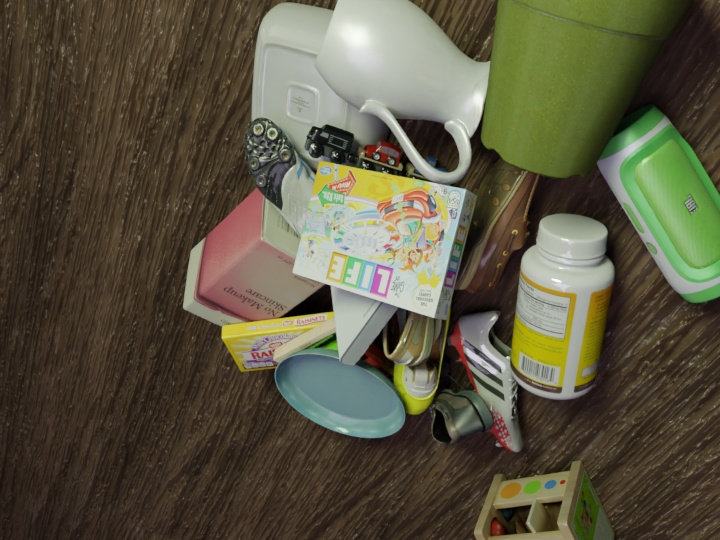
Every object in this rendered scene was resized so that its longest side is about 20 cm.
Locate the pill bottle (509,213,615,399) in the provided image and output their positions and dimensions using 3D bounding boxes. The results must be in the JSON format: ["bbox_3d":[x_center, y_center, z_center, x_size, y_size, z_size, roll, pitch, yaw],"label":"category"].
[{"bbox_3d":[0.240,0.042,0.815,0.107,0.109,0.205,12,118,22],"label":"pill bottle"}]

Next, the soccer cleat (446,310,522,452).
[{"bbox_3d":[0.188,0.149,0.919,0.084,0.069,0.204,-22,95,23],"label":"soccer cleat"}]

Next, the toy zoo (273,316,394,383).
[{"bbox_3d":[-0.015,0.149,1.006,0.130,0.021,0.199,-29,127,32],"label":"toy zoo"}]

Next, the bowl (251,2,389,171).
[{"bbox_3d":[-0.058,-0.220,0.872,0.196,0.075,0.204,21,122,16],"label":"bowl"}]

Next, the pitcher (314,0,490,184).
[{"bbox_3d":[0.046,-0.198,0.737,0.196,0.175,0.121,22,156,-10],"label":"pitcher"}]

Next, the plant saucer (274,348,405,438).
[{"bbox_3d":[-0.027,0.171,0.970,0.195,0.028,0.203,14,141,11],"label":"plant saucer"}]

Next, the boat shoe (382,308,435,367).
[{"bbox_3d":[0.061,0.015,0.864,0.070,0.075,0.206,-9,73,39],"label":"boat shoe"}]

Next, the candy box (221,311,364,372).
[{"bbox_3d":[-0.096,0.106,1.008,0.194,0.027,0.103,-8,140,6],"label":"candy box"}]

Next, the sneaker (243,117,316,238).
[{"bbox_3d":[-0.082,-0.105,0.877,0.071,0.073,0.202,-30,108,12],"label":"sneaker"}]

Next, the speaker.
[{"bbox_3d":[0.330,-0.069,0.728,0.088,0.088,0.202,-30,97,35],"label":"speaker"}]

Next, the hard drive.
[{"bbox_3d":[0.000,0.000,0.883,0.026,0.203,0.133,16,130,-24],"label":"hard drive"}]

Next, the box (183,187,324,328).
[{"bbox_3d":[-0.143,-0.010,0.966,0.126,0.111,0.199,27,133,-32],"label":"box"}]

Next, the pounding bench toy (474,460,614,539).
[{"bbox_3d":[0.268,0.400,0.963,0.154,0.124,0.203,-21,103,34],"label":"pounding bench toy"}]

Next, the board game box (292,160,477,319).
[{"bbox_3d":[0.022,-0.038,0.767,0.196,0.034,0.138,15,92,33],"label":"board game box"}]

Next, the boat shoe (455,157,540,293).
[{"bbox_3d":[0.173,-0.060,0.836,0.066,0.073,0.203,15,117,-18],"label":"boat shoe"}]

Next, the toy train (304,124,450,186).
[{"bbox_3d":[0.027,-0.136,0.840,0.195,0.034,0.047,16,107,-15],"label":"toy train"}]

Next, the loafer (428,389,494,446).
[{"bbox_3d":[0.118,0.204,0.927,0.073,0.062,0.200,59,165,10],"label":"loafer"}]

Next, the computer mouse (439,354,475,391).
[{"bbox_3d":[0.125,0.161,0.981,0.198,0.034,0.059,37,124,7],"label":"computer mouse"}]

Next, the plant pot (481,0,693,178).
[{"bbox_3d":[0.197,-0.201,0.661,0.196,0.200,0.194,23,121,16],"label":"plant pot"}]

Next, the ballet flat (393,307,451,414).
[{"bbox_3d":[0.085,0.110,0.926,0.065,0.067,0.206,9,103,-4],"label":"ballet flat"}]
